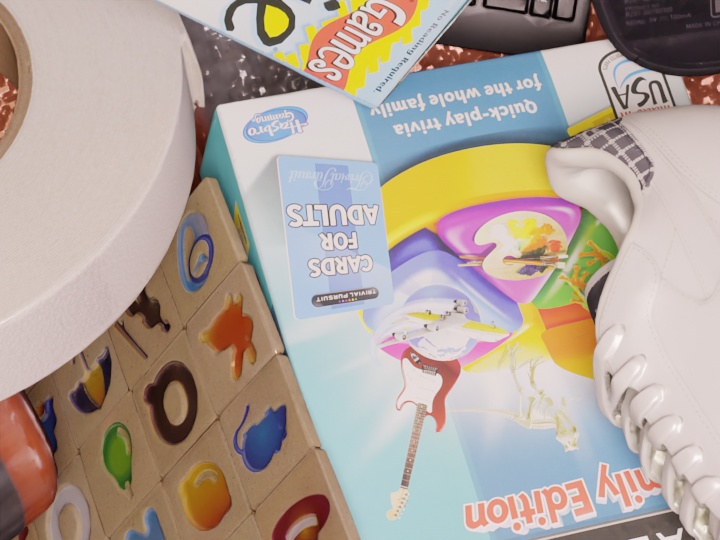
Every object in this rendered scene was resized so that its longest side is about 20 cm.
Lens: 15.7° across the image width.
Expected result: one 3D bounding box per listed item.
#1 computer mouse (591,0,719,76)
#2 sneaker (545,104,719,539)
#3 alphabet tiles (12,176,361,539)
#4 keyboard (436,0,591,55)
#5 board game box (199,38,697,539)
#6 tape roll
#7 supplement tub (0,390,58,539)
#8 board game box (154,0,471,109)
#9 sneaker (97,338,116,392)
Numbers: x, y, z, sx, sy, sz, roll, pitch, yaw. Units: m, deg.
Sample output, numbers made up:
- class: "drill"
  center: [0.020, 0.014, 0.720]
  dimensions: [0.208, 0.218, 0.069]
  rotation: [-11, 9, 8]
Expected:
- class: "computer mouse"
  center: [0.124, -0.162, 0.784]
  dimensions: [0.140, 0.046, 0.201]
  rotation: [-12, 119, 3]
- class: "sneaker"
  center: [0.107, 0.042, 0.737]
  dimensions: [0.080, 0.077, 0.201]
  rotation: [-5, 57, -8]
- class: "alphabet tiles"
  center: [-0.067, 0.074, 0.804]
  dimensions: [0.167, 0.006, 0.201]
  rotation: [-48, 51, 35]
- class: "keyboard"
  center: [-0.015, -0.135, 0.875]
  dimensions: [0.199, 0.040, 0.105]
  rotation: [8, 94, -1]
- class: "board game box"
  center: [0.050, 0.033, 0.791]
  dimensions: [0.150, 0.047, 0.201]
  rotation: [-11, 67, -15]
- class: "tape roll"
  center: [-0.148, -0.041, 0.790]
  dimensions: [0.201, 0.037, 0.204]
  rotation: [-3, 54, 4]
- class: "supplement tub"
  center: [-0.196, 0.086, 0.790]
  dimensions: [0.200, 0.107, 0.107]
  rotation: [-38, 93, -21]
- class: "board game box"
  center: [-0.051, -0.147, 0.746]
  dimensions: [0.199, 0.105, 0.103]
  rotation: [23, 120, -37]
- class: "sneaker"
  center: [0.000, 0.000, 0.860]
  dimensions: [0.199, 0.085, 0.075]
  rotation: [-30, 93, 2]
